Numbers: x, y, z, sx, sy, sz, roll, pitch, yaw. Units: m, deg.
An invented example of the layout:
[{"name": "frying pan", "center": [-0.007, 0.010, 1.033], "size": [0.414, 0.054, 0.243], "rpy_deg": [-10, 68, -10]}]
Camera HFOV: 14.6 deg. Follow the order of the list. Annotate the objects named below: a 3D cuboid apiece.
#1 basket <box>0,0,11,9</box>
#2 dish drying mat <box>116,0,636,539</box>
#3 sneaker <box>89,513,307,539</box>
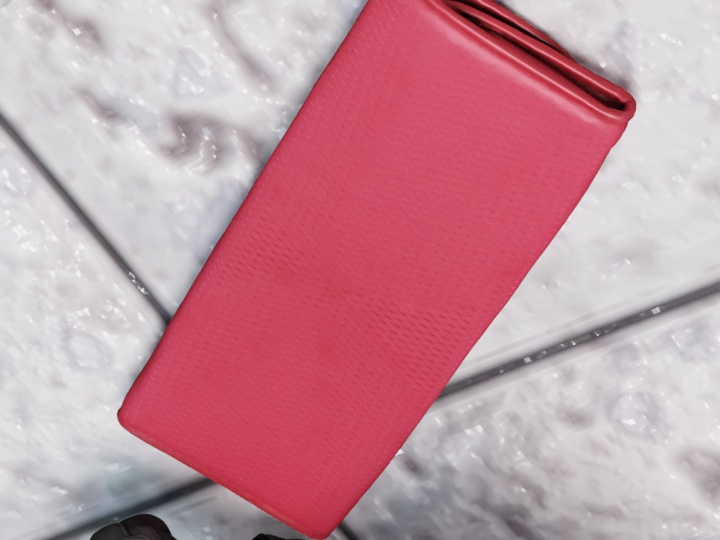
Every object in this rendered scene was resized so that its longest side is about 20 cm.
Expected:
[{"name": "basket", "center": [-0.227, -0.102, 0.696], "size": [0.197, 0.161, 0.201], "rpy_deg": [-5, 124, 27]}, {"name": "dish drying mat", "center": [0.000, 0.000, 0.784], "size": [0.077, 0.018, 0.200], "rpy_deg": [30, 134, -4]}, {"name": "sneaker", "center": [-0.010, 0.125, 0.860], "size": [0.199, 0.091, 0.066], "rpy_deg": [25, 132, -35]}]
